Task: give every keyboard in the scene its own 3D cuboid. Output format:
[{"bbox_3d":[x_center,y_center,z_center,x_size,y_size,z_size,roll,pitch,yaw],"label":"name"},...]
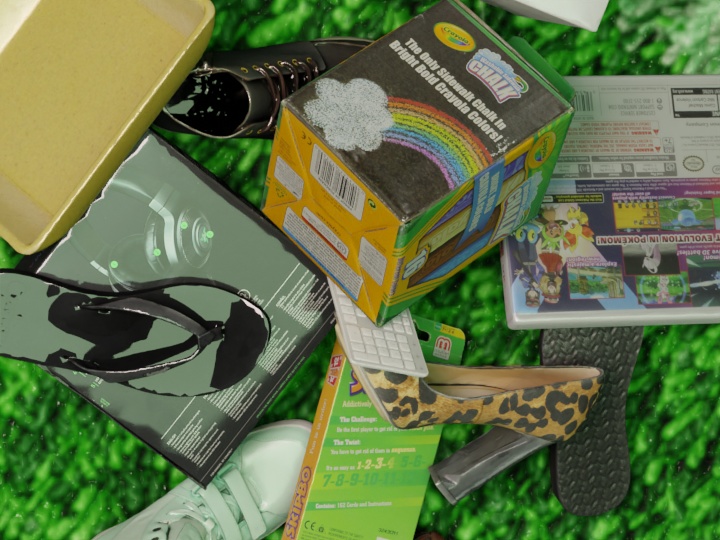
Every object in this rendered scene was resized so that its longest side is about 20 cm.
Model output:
[{"bbox_3d":[0.000,0.000,1.595,0.056,0.200,0.011,16,124,-26],"label":"keyboard"}]

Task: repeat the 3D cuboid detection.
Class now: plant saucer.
[{"bbox_3d":[-0.198,-0.126,1.554,0.200,0.200,0.048,-53,141,1],"label":"plant saucer"}]

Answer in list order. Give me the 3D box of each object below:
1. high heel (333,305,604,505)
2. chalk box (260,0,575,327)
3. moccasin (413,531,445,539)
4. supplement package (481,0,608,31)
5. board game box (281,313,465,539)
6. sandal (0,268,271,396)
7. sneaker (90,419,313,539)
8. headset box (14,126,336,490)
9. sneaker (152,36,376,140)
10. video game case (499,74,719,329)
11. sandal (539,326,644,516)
[{"bbox_3d":[0.075,0.061,1.624,0.143,0.071,0.200,-34,126,4],"label":"high heel"},{"bbox_3d":[0.052,-0.083,1.562,0.200,0.124,0.125,-33,67,-28],"label":"chalk box"},{"bbox_3d":[0.085,0.284,1.713,0.074,0.078,0.202,-22,103,-9],"label":"moccasin"},{"bbox_3d":[0.103,-0.281,1.563,0.147,0.191,0.200,20,94,-15],"label":"supplement package"},{"bbox_3d":[0.008,0.127,1.671,0.095,0.030,0.200,18,86,-31],"label":"board game box"},{"bbox_3d":[-0.157,0.044,1.547,0.200,0.043,0.076,5,99,-11],"label":"sandal"},{"bbox_3d":[-0.100,0.180,1.638,0.200,0.118,0.074,-33,102,-6],"label":"sneaker"},{"bbox_3d":[-0.136,0.016,1.616,0.200,0.093,0.174,37,91,-14],"label":"headset box"},{"bbox_3d":[-0.048,-0.115,1.604,0.200,0.106,0.075,-6,100,-11],"label":"sneaker"},{"bbox_3d":[0.193,-0.050,1.672,0.200,0.023,0.182,-1,74,-12],"label":"video game case"},{"bbox_3d":[0.161,0.081,1.717,0.075,0.048,0.201,-3,113,-12],"label":"sandal"}]
